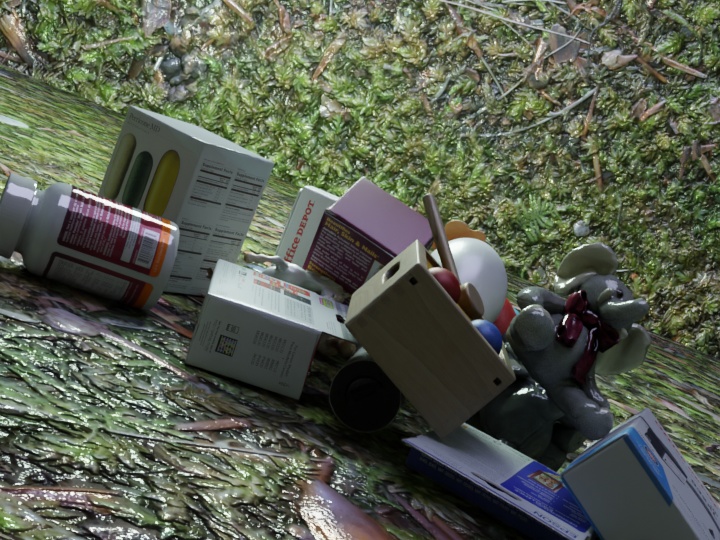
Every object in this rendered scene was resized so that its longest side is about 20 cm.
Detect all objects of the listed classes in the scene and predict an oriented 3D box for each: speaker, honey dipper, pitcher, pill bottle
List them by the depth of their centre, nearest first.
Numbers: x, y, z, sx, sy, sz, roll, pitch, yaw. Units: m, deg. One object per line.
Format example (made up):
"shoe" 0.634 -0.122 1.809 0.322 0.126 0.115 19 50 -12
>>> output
"pill bottle" -0.316 -0.035 1.239 0.199 0.110 0.110 20 9 -20
"speaker" 0.019 0.124 1.251 0.081 0.082 0.200 24 8 6
"honey dipper" -0.032 0.089 1.337 0.038 0.038 0.200 22 -4 -7
"pitcher" 0.125 0.065 1.441 0.120 0.173 0.200 7 35 19

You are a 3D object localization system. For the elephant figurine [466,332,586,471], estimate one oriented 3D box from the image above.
"elephant figurine" 0.177 0.153 1.337 0.155 0.142 0.200 35 3 -46

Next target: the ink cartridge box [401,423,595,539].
"ink cartridge box" 0.148 0.224 1.108 0.197 0.047 0.200 28 11 21

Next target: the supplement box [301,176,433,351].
"supplement box" 0.000 0.000 1.448 0.130 0.201 0.103 35 44 9

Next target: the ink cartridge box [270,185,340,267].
"ink cartridge box" -0.016 -0.022 1.615 0.199 0.146 0.084 23 8 6

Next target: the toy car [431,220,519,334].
"toy car" 0.139 0.028 1.605 0.175 0.202 0.184 -9 1 24

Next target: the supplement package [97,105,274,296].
"supplement package" -0.245 -0.089 1.453 0.151 0.202 0.150 27 9 31

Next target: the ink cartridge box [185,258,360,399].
"ink cartridge box" -0.099 0.070 1.242 0.174 0.085 0.200 19 9 -7

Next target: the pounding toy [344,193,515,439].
"pounding toy" 0.081 0.041 1.179 0.184 0.142 0.200 50 9 -6

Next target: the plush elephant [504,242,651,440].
"plush elephant" 0.248 0.064 1.188 0.165 0.154 0.200 56 -2 -9

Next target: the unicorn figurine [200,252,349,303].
"unicorn figurine" -0.109 0.020 1.400 0.137 0.075 0.199 12 -2 -40

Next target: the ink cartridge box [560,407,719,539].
"ink cartridge box" 0.292 0.232 1.107 0.146 0.084 0.200 56 17 12
